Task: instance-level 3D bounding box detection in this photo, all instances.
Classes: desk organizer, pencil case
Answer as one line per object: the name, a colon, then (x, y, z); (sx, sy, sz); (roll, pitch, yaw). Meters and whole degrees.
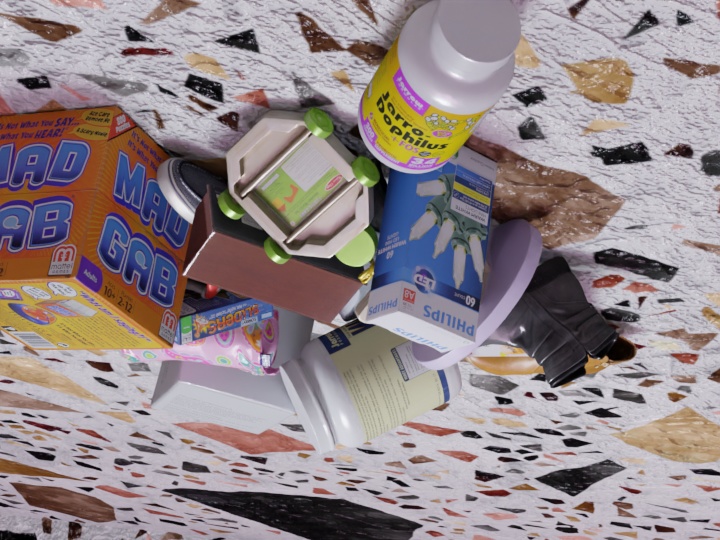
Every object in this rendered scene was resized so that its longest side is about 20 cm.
desk organizer: (-0.098, -0.014, 1.566); (0.199, 0.072, 0.077); (20, 128, -29)
pencil case: (-0.196, 0.082, 1.748); (0.198, 0.088, 0.088); (6, 158, 11)

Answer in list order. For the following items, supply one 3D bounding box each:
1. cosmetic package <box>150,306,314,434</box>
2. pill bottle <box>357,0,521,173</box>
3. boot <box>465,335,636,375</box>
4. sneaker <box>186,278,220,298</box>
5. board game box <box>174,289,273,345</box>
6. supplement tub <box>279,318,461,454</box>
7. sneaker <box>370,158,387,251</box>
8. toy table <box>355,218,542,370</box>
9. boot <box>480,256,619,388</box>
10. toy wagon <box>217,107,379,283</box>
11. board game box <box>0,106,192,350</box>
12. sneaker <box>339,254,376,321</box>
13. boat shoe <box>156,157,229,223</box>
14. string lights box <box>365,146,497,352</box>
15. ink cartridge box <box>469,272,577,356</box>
cosmetic package: (-0.172, 0.111, 1.913); (0.165, 0.169, 0.200); (16, 160, -15)
pill bottle: (0.070, -0.168, 1.231); (0.103, 0.105, 0.200); (14, 157, -11)
boot: (0.247, 0.097, 1.845); (0.199, 0.072, 0.144); (8, 165, -26)
sneaker: (-0.161, -0.002, 1.682); (0.198, 0.094, 0.071); (0, 133, -16)
board game box: (-0.216, 0.028, 1.720); (0.134, 0.035, 0.199); (-15, -154, -34)
supplement tub: (0.012, 0.132, 1.776); (0.199, 0.146, 0.145); (-25, 160, -10)
sneaker: (-0.018, -0.088, 1.519); (0.199, 0.091, 0.066); (26, -167, 6)
toy table: (0.094, 0.004, 1.574); (0.117, 0.201, 0.184); (33, -176, -27)
boot: (0.192, 0.083, 1.643); (0.199, 0.132, 0.070); (-31, 164, -2)
toy wagon: (-0.048, -0.071, 1.466); (0.200, 0.040, 0.155); (45, 121, -11)
board game box: (-0.321, -0.040, 1.573); (0.198, 0.202, 0.200); (-1, 155, 25)
sneaker: (0.000, 0.000, 1.718); (0.072, 0.071, 0.200); (-23, 162, -16)
boat shoe: (-0.131, -0.081, 1.591); (0.092, 0.075, 0.199); (-27, 141, 28)
string lights box: (0.074, -0.030, 1.435); (0.102, 0.202, 0.059); (22, 155, -31)
ink cartridge box: (0.171, 0.057, 1.755); (0.198, 0.069, 0.115); (-1, 154, 9)
